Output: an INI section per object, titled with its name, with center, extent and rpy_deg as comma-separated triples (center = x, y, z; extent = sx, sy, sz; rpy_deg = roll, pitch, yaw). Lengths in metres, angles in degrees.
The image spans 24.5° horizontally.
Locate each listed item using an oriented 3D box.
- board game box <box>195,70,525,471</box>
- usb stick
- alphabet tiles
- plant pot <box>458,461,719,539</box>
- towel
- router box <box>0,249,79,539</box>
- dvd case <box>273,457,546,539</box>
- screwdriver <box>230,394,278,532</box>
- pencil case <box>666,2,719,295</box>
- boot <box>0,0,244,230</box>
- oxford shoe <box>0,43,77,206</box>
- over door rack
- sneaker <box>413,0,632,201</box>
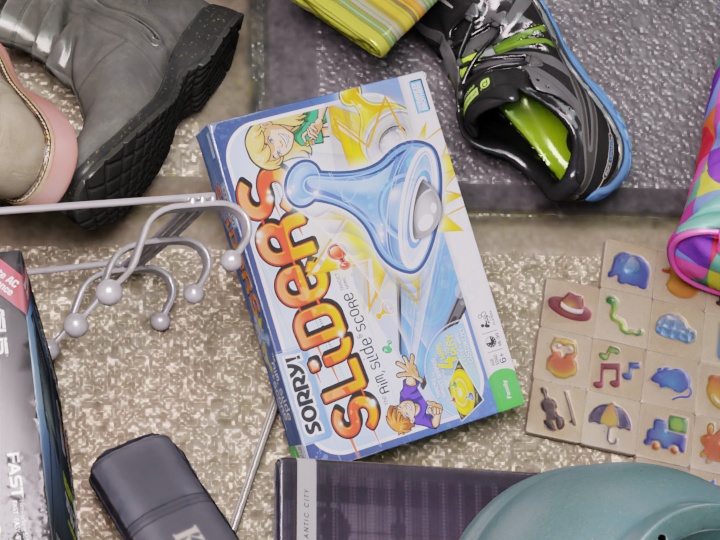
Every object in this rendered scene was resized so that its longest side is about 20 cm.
[board game box]
center = 0.000, 0.000, 0.938
extent = 0.135, 0.034, 0.201
rpy_deg = -17, 87, -19
[usb stick]
center = -0.077, 0.160, 0.853
extent = 0.055, 0.033, 0.200
rpy_deg = -15, 47, -29
[alphabet tiles]
center = 0.200, 0.071, 0.989
extent = 0.199, 0.008, 0.168
rpy_deg = 12, 67, -4
[plant pot]
center = 0.153, 0.187, 0.845
extent = 0.199, 0.134, 0.201
rpy_deg = 6, 71, -19
[towel]
center = 0.044, -0.215, 1.012
extent = 0.086, 0.018, 0.200
rpy_deg = 39, 69, 16
[router box]
center = -0.176, 0.097, 0.809
extent = 0.062, 0.200, 0.151
rpy_deg = -7, 70, -7
[dvd case]
center = 0.049, 0.180, 0.892
extent = 0.199, 0.016, 0.149
rpy_deg = 6, 72, -18
[screwdriver]
center = -0.051, 0.070, 0.942
extent = 0.029, 0.028, 0.201
rpy_deg = 17, 71, 17
[pencil case]
center = 0.245, -0.081, 1.013
extent = 0.088, 0.088, 0.201
rpy_deg = 18, 65, -1
[boot]
center = -0.163, -0.113, 0.964
extent = 0.130, 0.068, 0.200
rpy_deg = 25, 46, 5
[oxford shoe]
center = -0.231, -0.098, 0.909
extent = 0.200, 0.074, 0.071
rpy_deg = 31, 101, 42
[over door rack]
center = -0.173, 0.000, 0.860
extent = 0.199, 0.148, 0.067
rpy_deg = 6, 73, -22
[sneaker]
center = 0.085, -0.123, 1.004
extent = 0.200, 0.071, 0.083
rpy_deg = 53, 37, 11
